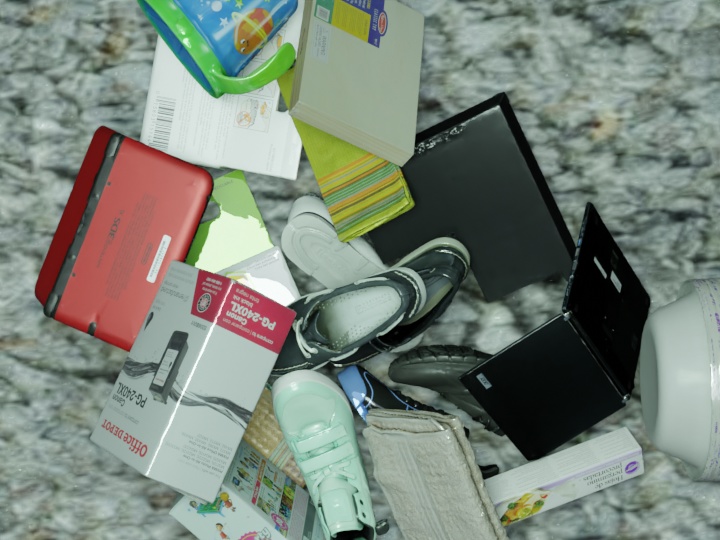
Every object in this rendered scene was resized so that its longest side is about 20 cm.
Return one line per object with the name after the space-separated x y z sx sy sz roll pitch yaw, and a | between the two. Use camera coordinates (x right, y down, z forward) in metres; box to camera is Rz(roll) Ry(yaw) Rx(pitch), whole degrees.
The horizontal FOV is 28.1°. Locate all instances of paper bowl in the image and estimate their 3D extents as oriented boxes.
0.338 0.108 1.429 0.103 0.201 0.203 -1 91 2 | paper bowl

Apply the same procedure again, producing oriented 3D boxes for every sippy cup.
-0.138 -0.267 1.456 0.130 0.140 0.178 -40 99 -7 | sippy cup

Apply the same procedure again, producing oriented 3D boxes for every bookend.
0.102 -0.050 1.500 0.198 0.092 0.201 -25 99 15 | bookend

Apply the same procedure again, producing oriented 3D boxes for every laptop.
0.202 0.066 1.450 0.103 0.177 0.201 -3 55 33 | laptop

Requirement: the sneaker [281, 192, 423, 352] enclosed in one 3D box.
0.000 0.000 1.518 0.076 0.081 0.200 -34 109 19 | sneaker

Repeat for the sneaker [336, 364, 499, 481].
0.062 0.165 1.520 0.078 0.070 0.200 -41 95 1 | sneaker

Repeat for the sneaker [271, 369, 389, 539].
-0.028 0.197 1.446 0.073 0.119 0.201 -22 126 3 | sneaker

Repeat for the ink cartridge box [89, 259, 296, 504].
-0.163 0.105 1.386 0.083 0.145 0.201 28 83 -32 | ink cartridge box

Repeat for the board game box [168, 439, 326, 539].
-0.091 0.263 1.469 0.200 0.148 0.064 42 100 -7 | board game box

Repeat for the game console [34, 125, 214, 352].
-0.251 -0.035 1.506 0.171 0.119 0.202 22 93 7 | game console

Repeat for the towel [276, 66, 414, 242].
-0.019 -0.133 1.461 0.086 0.018 0.201 -28 70 14 | towel

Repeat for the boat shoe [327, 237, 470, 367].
0.030 0.047 1.458 0.199 0.066 0.075 -33 115 22 | boat shoe

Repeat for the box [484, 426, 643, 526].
0.197 0.220 1.496 0.198 0.042 0.039 -20 127 -9 | box

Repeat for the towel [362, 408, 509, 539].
0.079 0.229 1.446 0.034 0.132 0.201 -37 112 -36 | towel

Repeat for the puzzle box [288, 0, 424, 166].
0.000 -0.211 1.457 0.132 0.025 0.201 23 50 -20 | puzzle box

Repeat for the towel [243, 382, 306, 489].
-0.144 0.178 1.555 0.200 0.022 0.147 39 93 1 | towel

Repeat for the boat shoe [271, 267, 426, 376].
-0.032 0.052 1.415 0.199 0.060 0.076 -30 87 21 | boat shoe

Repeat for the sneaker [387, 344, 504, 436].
0.126 0.126 1.512 0.198 0.076 0.092 5 97 6 | sneaker

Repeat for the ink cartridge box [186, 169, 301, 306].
-0.151 0.007 1.513 0.147 0.076 0.201 -24 87 -5 | ink cartridge box

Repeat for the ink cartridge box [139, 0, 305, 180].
-0.134 -0.207 1.537 0.175 0.045 0.202 11 92 4 | ink cartridge box
